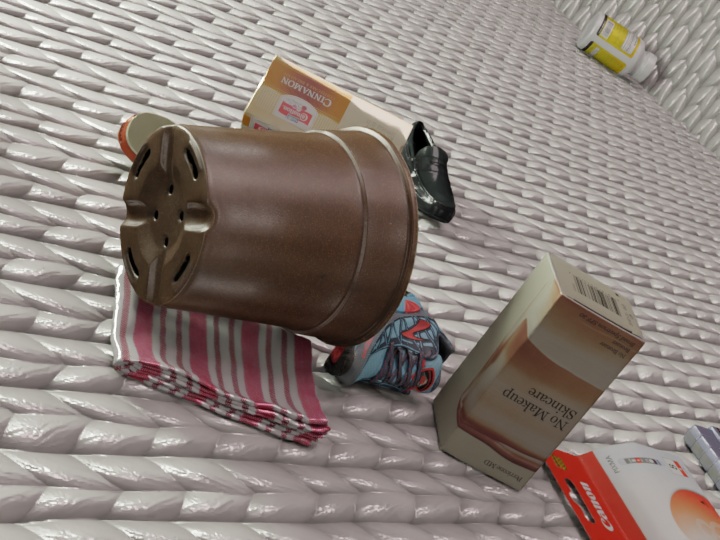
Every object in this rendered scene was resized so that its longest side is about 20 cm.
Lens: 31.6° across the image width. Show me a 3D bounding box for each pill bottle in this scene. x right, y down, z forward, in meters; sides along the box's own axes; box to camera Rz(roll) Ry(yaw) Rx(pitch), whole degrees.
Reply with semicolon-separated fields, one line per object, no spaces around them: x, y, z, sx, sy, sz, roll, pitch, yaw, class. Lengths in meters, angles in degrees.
0.686;-0.589;3.386;0.199;0.112;0.111;33;23;-8;pill bottle

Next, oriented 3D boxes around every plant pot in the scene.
-0.087;-0.037;1.097;0.197;0.201;0.201;4;37;-38;plant pot

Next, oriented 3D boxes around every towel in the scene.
-0.121;0.068;1.093;0.199;0.030;0.147;25;24;-24;towel

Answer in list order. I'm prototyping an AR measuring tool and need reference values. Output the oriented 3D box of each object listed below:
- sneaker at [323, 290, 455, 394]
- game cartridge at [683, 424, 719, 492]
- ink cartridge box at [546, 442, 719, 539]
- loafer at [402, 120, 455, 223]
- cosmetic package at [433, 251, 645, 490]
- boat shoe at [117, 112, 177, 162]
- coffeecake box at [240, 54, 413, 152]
0.040;0.078;1.235;0.095;0.079;0.200;42;24;11;sneaker
0.502;0.260;1.586;0.199;0.038;0.130;20;31;-33;game cartridge
0.291;0.238;1.312;0.199;0.050;0.163;24;25;-34;ink cartridge box
0.088;-0.137;1.726;0.068;0.071;0.201;22;26;-28;loafer
0.166;0.098;1.215;0.103;0.201;0.087;27;25;-15;cosmetic package
-0.161;-0.093;1.306;0.199;0.071;0.062;34;-17;-19;boat shoe
-0.047;-0.118;1.309;0.153;0.073;0.200;27;-19;-3;coffeecake box
